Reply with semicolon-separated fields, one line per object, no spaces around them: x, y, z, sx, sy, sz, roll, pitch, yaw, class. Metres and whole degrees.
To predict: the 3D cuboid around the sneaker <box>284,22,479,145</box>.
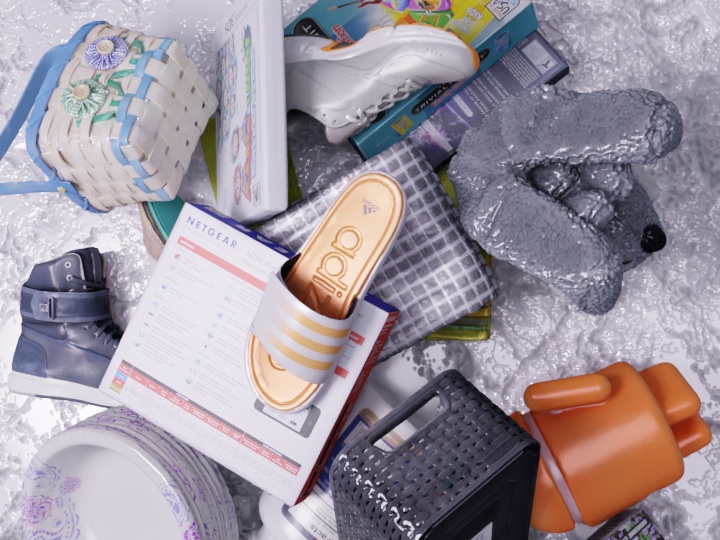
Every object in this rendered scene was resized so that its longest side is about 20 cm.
0.007;-0.154;0.889;0.199;0.076;0.093;-1;80;25;sneaker

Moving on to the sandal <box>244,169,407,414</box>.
-0.036;0.013;0.795;0.079;0.059;0.208;29;97;12;sandal

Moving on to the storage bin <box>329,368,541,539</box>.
0.060;0.193;0.824;0.135;0.201;0.094;-34;55;-23;storage bin

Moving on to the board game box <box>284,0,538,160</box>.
0.039;-0.220;0.958;0.200;0.047;0.151;-39;65;2;board game box

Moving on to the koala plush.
0.192;-0.055;0.890;0.183;0.200;0.178;21;89;38;koala plush

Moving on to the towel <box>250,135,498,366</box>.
0.000;0.000;0.909;0.199;0.086;0.166;-31;93;11;towel

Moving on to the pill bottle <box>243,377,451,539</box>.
-0.020;0.204;0.928;0.111;0.111;0.200;40;92;7;pill bottle

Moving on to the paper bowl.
-0.197;0.220;0.930;0.199;0.104;0.202;7;106;27;paper bowl

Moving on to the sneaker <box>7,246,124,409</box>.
-0.233;0.054;0.979;0.201;0.077;0.147;7;90;8;sneaker

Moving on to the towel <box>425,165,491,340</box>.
0.081;-0.036;0.971;0.085;0.018;0.202;1;86;6;towel

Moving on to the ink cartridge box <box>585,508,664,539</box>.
0.259;0.323;0.902;0.109;0.050;0.201;-32;83;-20;ink cartridge box

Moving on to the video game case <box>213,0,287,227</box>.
-0.101;-0.141;0.916;0.024;0.182;0.202;-1;86;-20;video game case

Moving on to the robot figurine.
0.200;0.154;0.904;0.199;0.144;0.117;-27;67;4;robot figurine

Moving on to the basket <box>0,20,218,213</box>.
-0.247;-0.144;0.957;0.199;0.139;0.177;0;58;29;basket

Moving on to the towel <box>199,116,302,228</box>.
-0.098;-0.059;1.001;0.086;0.018;0.201;-15;85;5;towel

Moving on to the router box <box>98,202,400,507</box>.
-0.094;0.068;0.866;0.199;0.049;0.180;29;97;12;router box

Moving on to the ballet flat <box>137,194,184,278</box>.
-0.160;0.006;0.978;0.200;0.068;0.067;50;118;16;ballet flat

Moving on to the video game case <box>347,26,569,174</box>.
0.073;-0.176;0.968;0.200;0.019;0.143;-37;66;4;video game case
